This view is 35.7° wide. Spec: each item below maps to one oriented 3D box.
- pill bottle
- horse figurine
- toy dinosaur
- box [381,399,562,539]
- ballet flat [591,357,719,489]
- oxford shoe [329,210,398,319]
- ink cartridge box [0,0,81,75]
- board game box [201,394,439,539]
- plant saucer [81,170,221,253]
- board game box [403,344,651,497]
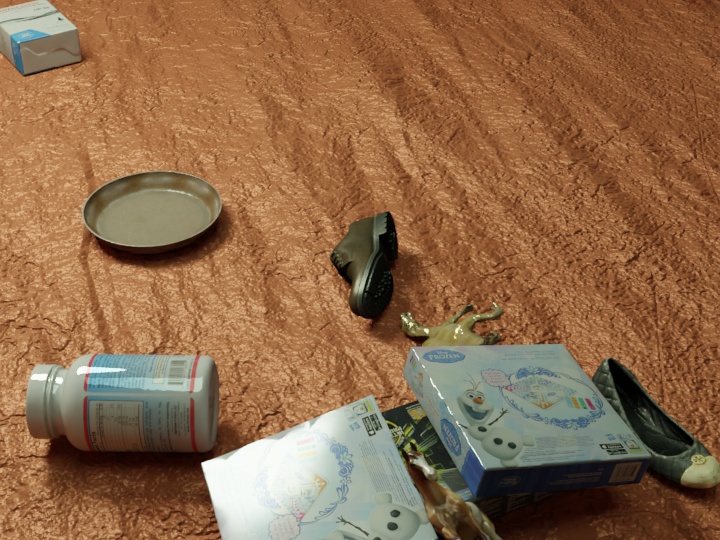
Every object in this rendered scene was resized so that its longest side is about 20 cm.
[{"bbox_3d":[-0.262,0.148,1.248,0.200,0.109,0.109,1,36,0],"label":"pill bottle"},{"bbox_3d":[0.111,0.255,1.082,0.050,0.200,0.133,-47,49,-1],"label":"horse figurine"},{"bbox_3d":[0.128,0.081,1.377,0.101,0.058,0.200,-20,14,-28],"label":"toy dinosaur"},{"bbox_3d":[0.099,0.207,1.228,0.200,0.049,0.161,-15,42,-21],"label":"box"},{"bbox_3d":[0.329,0.175,1.268,0.066,0.057,0.200,-20,41,-24],"label":"ballet flat"},{"bbox_3d":[0.000,0.000,1.501,0.084,0.073,0.200,-10,32,14],"label":"oxford shoe"},{"bbox_3d":[-0.610,-0.441,2.071,0.116,0.068,0.200,-21,42,-28],"label":"ink cartridge box"},{"bbox_3d":[-0.044,0.242,1.137,0.199,0.043,0.200,-20,43,-6],"label":"board game box"},{"bbox_3d":[-0.300,-0.081,1.622,0.200,0.032,0.200,1,37,-1],"label":"plant saucer"},{"bbox_3d":[0.174,0.155,1.203,0.200,0.043,0.199,1,33,-23],"label":"board game box"}]
